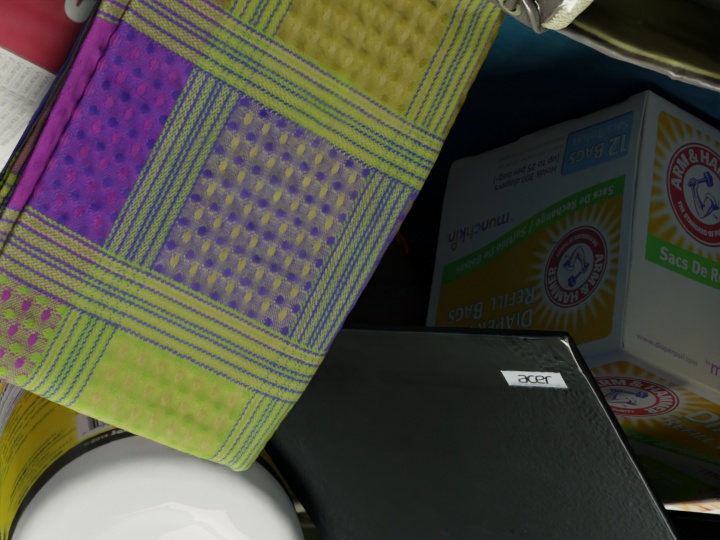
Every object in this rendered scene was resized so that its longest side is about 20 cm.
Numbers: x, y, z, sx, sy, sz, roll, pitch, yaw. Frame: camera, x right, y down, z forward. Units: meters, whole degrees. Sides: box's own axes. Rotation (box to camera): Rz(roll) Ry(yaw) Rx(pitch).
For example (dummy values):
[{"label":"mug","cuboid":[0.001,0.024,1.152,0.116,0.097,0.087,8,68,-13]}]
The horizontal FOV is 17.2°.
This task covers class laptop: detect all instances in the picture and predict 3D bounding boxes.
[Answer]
[{"label":"laptop","cuboid":[0.071,0.060,0.856,0.176,0.104,0.199,1,-174,44]}]

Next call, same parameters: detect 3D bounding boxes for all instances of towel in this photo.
[{"label":"towel","cuboid":[-0.034,-0.046,0.721,0.143,0.201,0.023,26,180,-43]}]

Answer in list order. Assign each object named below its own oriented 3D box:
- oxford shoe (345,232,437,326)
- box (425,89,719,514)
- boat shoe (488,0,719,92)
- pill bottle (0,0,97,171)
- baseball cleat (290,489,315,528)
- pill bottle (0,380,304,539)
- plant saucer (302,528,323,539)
[{"label":"oxford shoe","cuboid":[0.000,0.000,0.924,0.071,0.073,0.199,34,-157,33]},{"label":"box","cuboid":[0.134,0.026,0.918,0.199,0.102,0.112,24,153,-33]},{"label":"boat shoe","cuboid":[0.061,-0.101,0.685,0.200,0.066,0.072,18,138,-29]},{"label":"pill bottle","cuboid":[-0.099,-0.078,0.749,0.199,0.111,0.109,25,151,-35]},{"label":"baseball cleat","cuboid":[-0.055,0.067,1.069,0.198,0.107,0.070,-11,125,25]},{"label":"pill bottle","cuboid":[-0.089,0.079,0.948,0.112,0.113,0.200,15,-161,-16]},{"label":"plant saucer","cuboid":[-0.007,0.110,1.101,0.198,0.031,0.200,1,-165,0]}]
